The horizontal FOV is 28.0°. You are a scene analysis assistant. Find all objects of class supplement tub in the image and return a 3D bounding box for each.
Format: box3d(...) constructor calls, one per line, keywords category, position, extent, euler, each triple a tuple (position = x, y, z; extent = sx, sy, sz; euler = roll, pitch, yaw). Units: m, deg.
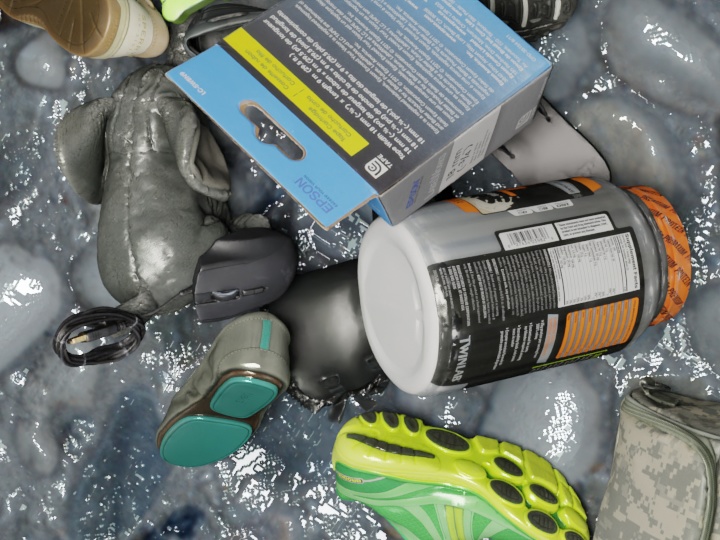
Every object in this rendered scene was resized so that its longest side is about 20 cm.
box3d(category="supplement tub", position=(0.109, 0.006, 0.950), extent=(0.200, 0.122, 0.123), euler=(-10, 97, -24))

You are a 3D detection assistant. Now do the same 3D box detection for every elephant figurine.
box3d(category="elephant figurine", position=(-0.148, -0.081, 1.027), extent=(0.141, 0.155, 0.201), euler=(-16, 109, -18))

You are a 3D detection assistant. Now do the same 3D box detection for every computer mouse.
box3d(category="computer mouse", position=(-0.116, 0.022, 0.970), extent=(0.034, 0.200, 0.059), euler=(34, 135, 35))

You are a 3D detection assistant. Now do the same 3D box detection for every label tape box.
box3d(category="label tape box", position=(-0.002, -0.107, 0.893), extent=(0.200, 0.063, 0.144), euler=(-37, 71, -27))

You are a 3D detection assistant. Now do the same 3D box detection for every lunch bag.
box3d(category="lunch bag", position=(0.242, 0.187, 0.989), extent=(0.167, 0.139, 0.201), euler=(15, 101, 27))

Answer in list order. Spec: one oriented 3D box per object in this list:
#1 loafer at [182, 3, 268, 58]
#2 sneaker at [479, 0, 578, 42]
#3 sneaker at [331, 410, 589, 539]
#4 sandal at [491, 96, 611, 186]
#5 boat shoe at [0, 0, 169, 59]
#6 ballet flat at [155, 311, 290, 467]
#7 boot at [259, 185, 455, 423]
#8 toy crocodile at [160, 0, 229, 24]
box3d(category="loafer", position=(-0.024, -0.143, 0.990), extent=(0.200, 0.070, 0.068), euler=(10, 110, 10))
box3d(category="sneaker", position=(0.055, -0.213, 1.000), extent=(0.200, 0.079, 0.074), euler=(15, 144, 14))
box3d(category="sneaker", position=(0.074, 0.167, 1.064), extent=(0.200, 0.074, 0.084), euler=(21, 130, 5))
box3d(category="sandal", position=(0.096, -0.115, 1.023), extent=(0.200, 0.043, 0.076), euler=(38, 104, 6))
box3d(category="boat shoe", position=(-0.209, -0.205, 1.052), extent=(0.200, 0.065, 0.072), euler=(39, 113, 40))
box3d(category="ballet flat", position=(-0.098, 0.088, 1.065), extent=(0.067, 0.200, 0.064), euler=(15, 60, -19))
box3d(category="boot", position=(0.000, -0.001, 1.050), extent=(0.162, 0.073, 0.199), euler=(-20, 95, 17))
box3d(category="toy crocodile", position=(-0.065, -0.246, 1.018), extent=(0.062, 0.068, 0.200), euler=(44, 91, -3))
